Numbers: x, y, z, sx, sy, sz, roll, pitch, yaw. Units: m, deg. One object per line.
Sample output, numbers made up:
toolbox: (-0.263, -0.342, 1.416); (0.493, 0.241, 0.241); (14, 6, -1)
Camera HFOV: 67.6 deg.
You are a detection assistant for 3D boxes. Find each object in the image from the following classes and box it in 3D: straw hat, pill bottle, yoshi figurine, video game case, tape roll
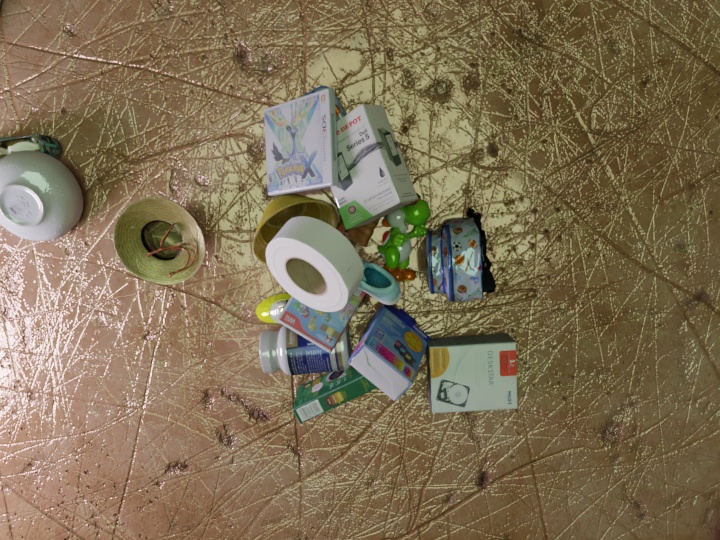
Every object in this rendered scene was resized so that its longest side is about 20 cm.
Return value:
straw hat: (-0.443, -0.071, 1.215); (0.196, 0.085, 0.206); (-2, 106, -7)
pill bottle: (-0.123, 0.175, 1.219); (0.195, 0.116, 0.118); (-6, 96, 1)
yoshi figurine: (0.106, -0.077, 1.199); (0.110, 0.112, 0.205); (3, 94, -15)
video game case: (-0.074, 0.061, 1.191); (0.141, 0.018, 0.202); (28, 72, 13)
video game case: (-0.125, -0.256, 1.099); (0.197, 0.022, 0.187); (-1, 92, 42)
tape roll: (-0.093, -0.010, 1.097); (0.201, 0.203, 0.071); (38, 55, -3)

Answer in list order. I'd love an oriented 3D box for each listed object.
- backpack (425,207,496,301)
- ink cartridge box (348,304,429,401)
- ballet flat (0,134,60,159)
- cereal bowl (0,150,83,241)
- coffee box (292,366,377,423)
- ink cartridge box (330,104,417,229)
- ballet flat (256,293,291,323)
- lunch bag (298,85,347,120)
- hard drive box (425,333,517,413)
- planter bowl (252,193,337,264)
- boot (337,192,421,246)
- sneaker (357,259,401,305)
backpack: (0.211, -0.022, 1.154); (0.151, 0.191, 0.205); (-10, 97, 2)
ink cartridge box: (0.071, 0.165, 1.194); (0.136, 0.201, 0.077); (39, 124, -3)
ballet flat: (-0.783, -0.270, 1.208); (0.196, 0.074, 0.076); (-12, 96, 3)
cereal bowl: (-0.725, -0.154, 1.183); (0.195, 0.084, 0.204); (-2, 115, -5)
coffee box: (-0.055, 0.266, 1.223); (0.197, 0.123, 0.045); (-27, 100, 4)
ink cartridge box: (0.008, -0.206, 1.078); (0.144, 0.083, 0.204); (-23, 88, 35)
ballet flat: (-0.148, 0.087, 1.235); (0.195, 0.067, 0.068); (-5, 97, 2)
lunch bag: (-0.091, -0.293, 1.190); (0.158, 0.076, 0.202); (-30, 96, 6)
hard drive box: (0.253, 0.235, 1.239); (0.195, 0.077, 0.160); (-4, 97, 1)
planter bowl: (-0.154, -0.106, 1.184); (0.198, 0.201, 0.084); (-31, 59, 4)
boot: (0.031, -0.126, 1.164); (0.198, 0.076, 0.158); (26, 97, 36)
sneaker: (0.000, 0.000, 1.155); (0.197, 0.082, 0.075); (22, 67, 18)
